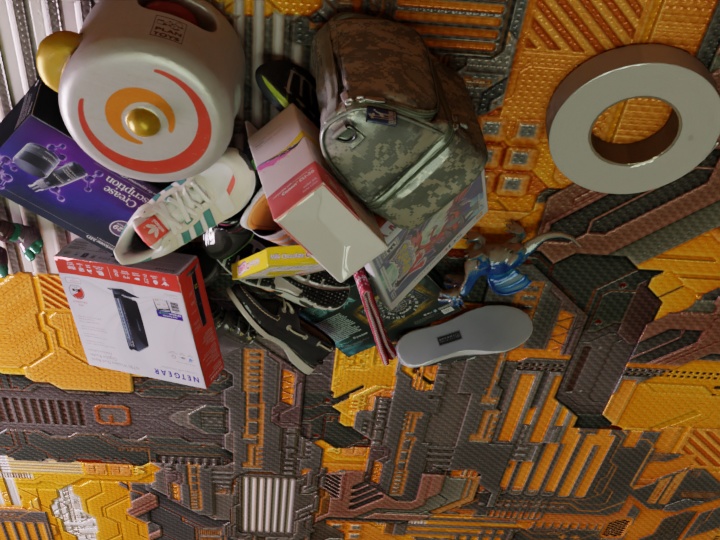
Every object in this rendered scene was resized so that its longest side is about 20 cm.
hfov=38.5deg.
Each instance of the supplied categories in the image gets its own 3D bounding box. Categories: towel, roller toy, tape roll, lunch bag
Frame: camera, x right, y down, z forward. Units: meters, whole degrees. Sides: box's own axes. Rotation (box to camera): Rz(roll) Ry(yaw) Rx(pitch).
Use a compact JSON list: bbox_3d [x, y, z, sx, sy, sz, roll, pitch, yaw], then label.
[{"bbox_3d":[0.000,0.000,1.270,0.022,0.201,0.145,-19,136,0],"label":"towel"},{"bbox_3d":[-0.218,-0.193,1.080,0.181,0.140,0.200,-16,132,19],"label":"roller toy"},{"bbox_3d":[0.316,-0.171,1.193,0.201,0.037,0.204,-1,139,0],"label":"tape roll"},{"bbox_3d":[0.024,-0.164,1.074,0.167,0.201,0.139,31,122,-31],"label":"lunch bag"}]

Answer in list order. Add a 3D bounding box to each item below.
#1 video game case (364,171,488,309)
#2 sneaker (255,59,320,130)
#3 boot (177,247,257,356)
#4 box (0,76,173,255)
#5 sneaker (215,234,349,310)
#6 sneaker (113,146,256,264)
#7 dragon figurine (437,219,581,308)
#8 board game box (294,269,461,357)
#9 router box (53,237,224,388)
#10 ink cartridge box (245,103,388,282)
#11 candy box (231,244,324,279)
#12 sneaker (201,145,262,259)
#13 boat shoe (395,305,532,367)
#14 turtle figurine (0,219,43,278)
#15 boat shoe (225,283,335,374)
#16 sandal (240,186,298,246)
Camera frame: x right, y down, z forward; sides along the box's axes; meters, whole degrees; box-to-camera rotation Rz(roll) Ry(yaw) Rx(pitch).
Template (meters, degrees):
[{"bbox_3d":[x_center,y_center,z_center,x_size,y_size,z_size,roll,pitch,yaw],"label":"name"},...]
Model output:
[{"bbox_3d":[0.080,-0.048,1.213,0.182,0.023,0.200,-46,161,-6],"label":"video game case"},{"bbox_3d":[-0.068,-0.157,1.186,0.080,0.074,0.200,-17,134,25],"label":"sneaker"},{"bbox_3d":[-0.209,0.053,1.439,0.174,0.070,0.199,31,138,-35],"label":"boot"},{"bbox_3d":[-0.330,-0.120,1.223,0.199,0.079,0.141,31,133,-31],"label":"box"},{"bbox_3d":[-0.115,0.003,1.368,0.199,0.074,0.080,28,165,-14],"label":"sneaker"},{"bbox_3d":[-0.199,-0.062,1.147,0.199,0.093,0.071,-30,101,33],"label":"sneaker"},{"bbox_3d":[0.192,-0.009,1.363,0.198,0.059,0.100,-13,138,10],"label":"dragon figurine"},{"bbox_3d":[0.024,0.047,1.451,0.199,0.028,0.135,-24,133,26],"label":"board game box"},{"bbox_3d":[-0.289,0.056,1.357,0.199,0.049,0.181,7,125,25],"label":"router box"},{"bbox_3d":[-0.051,-0.095,1.093,0.067,0.201,0.116,-37,130,12],"label":"ink cartridge box"},{"bbox_3d":[-0.086,-0.010,1.231,0.101,0.027,0.200,-7,177,-19],"label":"candy box"},{"bbox_3d":[-0.159,-0.078,1.237,0.077,0.084,0.200,43,139,9],"label":"sneaker"},{"bbox_3d":[0.148,0.101,1.489,0.199,0.070,0.066,-17,170,0],"label":"boat shoe"},{"bbox_3d":[-0.504,-0.056,1.280,0.149,0.101,0.200,-9,156,32],"label":"turtle figurine"},{"bbox_3d":[-0.105,0.070,1.404,0.060,0.074,0.200,-40,128,5],"label":"boat shoe"},{"bbox_3d":[-0.068,-0.063,1.232,0.079,0.059,0.206,-54,160,10],"label":"sandal"}]
